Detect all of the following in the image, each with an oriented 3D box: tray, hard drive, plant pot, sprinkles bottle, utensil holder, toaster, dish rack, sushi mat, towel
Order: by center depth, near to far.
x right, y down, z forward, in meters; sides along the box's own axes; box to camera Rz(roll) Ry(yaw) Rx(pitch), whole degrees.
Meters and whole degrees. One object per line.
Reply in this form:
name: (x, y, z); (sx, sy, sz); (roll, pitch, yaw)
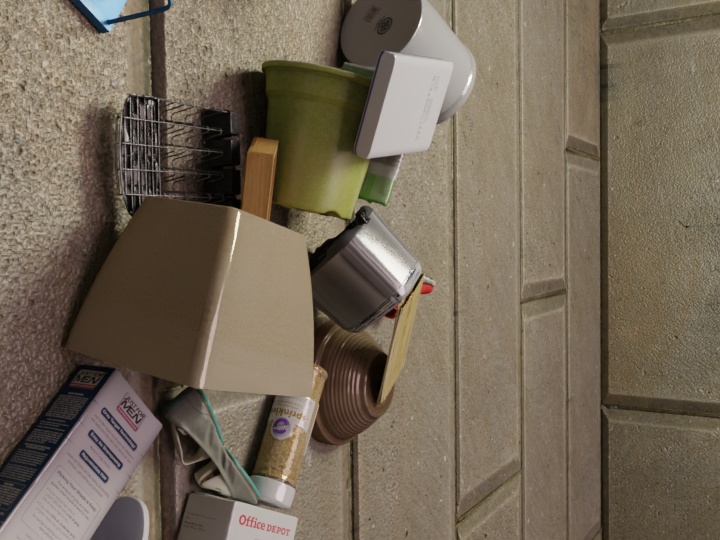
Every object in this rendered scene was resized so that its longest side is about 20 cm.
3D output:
plant pot: (-0.165, 0.025, 0.845); (0.199, 0.197, 0.180); (18, 82, -58)
dish rack: (-0.217, -0.128, 0.921); (0.199, 0.054, 0.156); (-5, 94, -57)
tray: (-0.134, -0.059, 0.981); (0.099, 0.036, 0.203); (-99, -163, -70)
hard drive: (0.062, -0.223, 1.050); (0.199, 0.025, 0.134); (-22, 132, -60)
plant pot: (-0.058, -0.173, 1.081); (0.199, 0.198, 0.187); (6, 96, -59)
sprinkles bottle: (-0.104, 0.231, 1.101); (0.068, 0.067, 0.202); (48, 50, -49)
toaster: (0.000, 0.000, 1.132); (0.129, 0.200, 0.114); (43, 45, -8)
towel: (0.006, -0.209, 1.168); (0.031, 0.147, 0.203); (21, 85, -60)
sushi mat: (0.060, 0.106, 1.176); (0.096, 0.012, 0.202); (-53, 159, -49)
plant pot: (-0.006, 0.181, 1.243); (0.200, 0.091, 0.204); (-4, 95, -59)
utensil holder: (0.082, -0.365, 1.314); (0.199, 0.168, 0.173); (30, 65, -54)

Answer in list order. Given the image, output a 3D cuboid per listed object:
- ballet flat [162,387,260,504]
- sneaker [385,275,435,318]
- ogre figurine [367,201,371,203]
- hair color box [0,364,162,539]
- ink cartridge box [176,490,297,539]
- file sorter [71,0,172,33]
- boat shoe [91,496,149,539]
ballet flat: (-0.191, 0.234, 0.974); (0.063, 0.067, 0.202); (-34, 122, -22)
sneaker: (0.063, 0.043, 1.395); (0.199, 0.076, 0.086); (-4, 105, -53)
ogre figurine: (0.026, -0.219, 1.256); (0.119, 0.200, 0.099); (19, 39, -37)
hair color box: (-0.295, 0.205, 0.781); (0.201, 0.060, 0.101); (-61, 139, -38)
ink cartridge box: (-0.169, 0.395, 0.975); (0.145, 0.086, 0.203); (40, 55, -52)
file sorter: (-0.239, -0.382, 0.811); (0.139, 0.121, 0.203); (47, 52, -48)
boat shoe: (-0.264, 0.350, 0.838); (0.066, 0.069, 0.203); (57, 38, -68)
